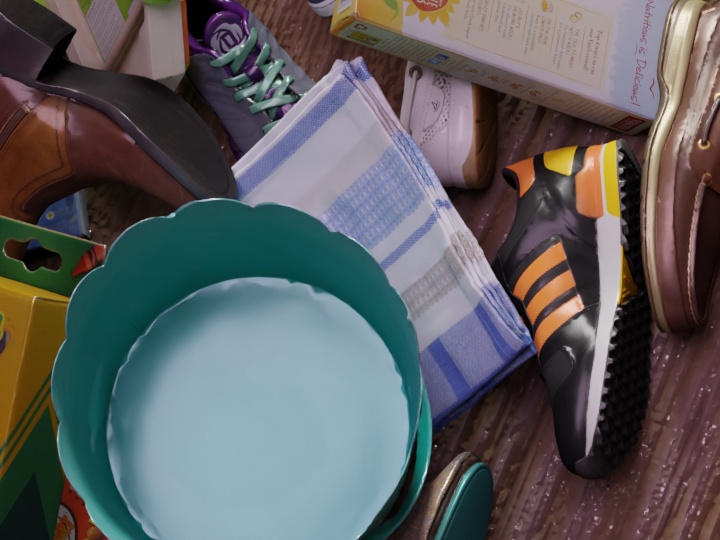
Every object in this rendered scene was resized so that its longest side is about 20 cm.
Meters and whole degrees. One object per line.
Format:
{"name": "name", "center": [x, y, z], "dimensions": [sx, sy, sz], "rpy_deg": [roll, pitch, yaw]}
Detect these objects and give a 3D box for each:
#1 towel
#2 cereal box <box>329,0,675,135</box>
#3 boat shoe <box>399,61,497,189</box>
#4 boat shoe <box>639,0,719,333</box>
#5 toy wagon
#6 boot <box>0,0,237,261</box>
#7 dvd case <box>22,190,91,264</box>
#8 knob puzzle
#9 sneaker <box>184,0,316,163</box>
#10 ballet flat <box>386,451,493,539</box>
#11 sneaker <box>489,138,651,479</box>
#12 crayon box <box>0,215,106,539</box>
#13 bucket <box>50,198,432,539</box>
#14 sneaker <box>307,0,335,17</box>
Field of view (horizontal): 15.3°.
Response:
{"name": "towel", "center": [0.000, 0.000, 1.505], "dimensions": [0.147, 0.024, 0.201], "rpy_deg": [-41, 74, 32]}
{"name": "cereal box", "center": [0.089, -0.174, 1.528], "dimensions": [0.199, 0.039, 0.145], "rpy_deg": [18, 71, -21]}
{"name": "boat shoe", "center": [0.044, -0.146, 1.575], "dimensions": [0.069, 0.071, 0.201], "rpy_deg": [-2, 71, 16]}
{"name": "boat shoe", "center": [0.197, -0.061, 1.497], "dimensions": [0.067, 0.072, 0.201], "rpy_deg": [3, 68, 19]}
{"name": "toy wagon", "center": [-0.161, -0.188, 1.605], "dimensions": [0.039, 0.155, 0.201], "rpy_deg": [-15, 71, -28]}
{"name": "boot", "center": [-0.187, -0.032, 1.559], "dimensions": [0.188, 0.069, 0.200], "rpy_deg": [33, 116, 0]}
{"name": "dvd case", "center": [-0.248, -0.089, 1.669], "dimensions": [0.142, 0.018, 0.201], "rpy_deg": [-15, 67, 11]}
{"name": "knob puzzle", "center": [-0.149, 0.148, 1.515], "dimensions": [0.218, 0.030, 0.221], "rpy_deg": [0, 88, 13]}
{"name": "sneaker", "center": [-0.060, -0.100, 1.567], "dimensions": [0.074, 0.088, 0.200], "rpy_deg": [-41, 56, -4]}
{"name": "ballet flat", "center": [0.018, 0.191, 1.458], "dimensions": [0.067, 0.068, 0.201], "rpy_deg": [6, 70, 26]}
{"name": "sneaker", "center": [0.111, 0.024, 1.497], "dimensions": [0.090, 0.070, 0.201], "rpy_deg": [-5, 64, 22]}
{"name": "crayon box", "center": [-0.213, 0.070, 1.473], "dimensions": [0.127, 0.051, 0.201], "rpy_deg": [13, 93, 44]}
{"name": "bucket", "center": [-0.059, 0.073, 1.418], "dimensions": [0.206, 0.135, 0.208], "rpy_deg": [-1, 79, 3]}
{"name": "sneaker", "center": [-0.027, -0.265, 1.598], "dimensions": [0.077, 0.146, 0.203], "rpy_deg": [-9, 54, 54]}
